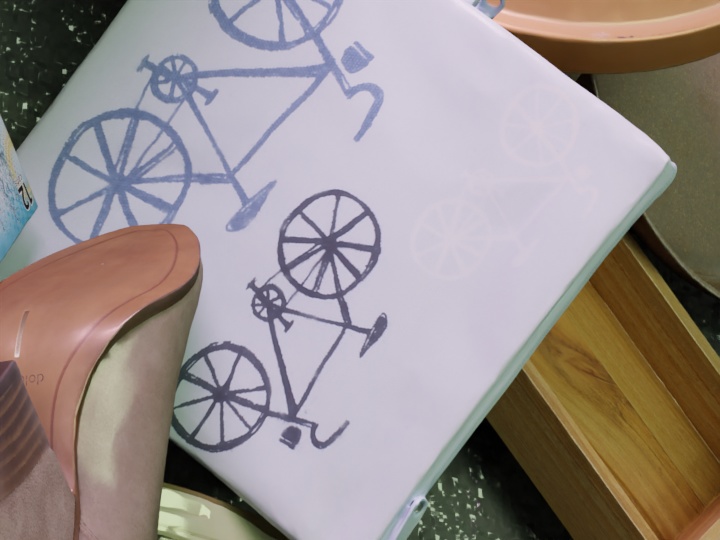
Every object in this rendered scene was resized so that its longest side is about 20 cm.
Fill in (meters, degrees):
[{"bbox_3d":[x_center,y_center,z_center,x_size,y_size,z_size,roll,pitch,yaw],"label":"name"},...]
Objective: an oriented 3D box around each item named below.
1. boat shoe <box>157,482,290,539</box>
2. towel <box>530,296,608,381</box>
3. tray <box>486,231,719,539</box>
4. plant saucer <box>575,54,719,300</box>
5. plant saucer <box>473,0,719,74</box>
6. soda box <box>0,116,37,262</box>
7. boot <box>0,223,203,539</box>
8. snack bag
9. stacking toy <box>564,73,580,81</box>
[{"bbox_3d":[-0.019,0.131,0.845,0.200,0.072,0.066,22,62,-21],"label":"boat shoe"},{"bbox_3d":[0.000,0.000,0.956,0.199,0.024,0.145,-14,76,-42],"label":"towel"},{"bbox_3d":[0.079,0.023,0.965,0.099,0.037,0.200,-35,90,-45],"label":"tray"},{"bbox_3d":[0.146,-0.078,1.043,0.200,0.032,0.201,18,64,-44],"label":"plant saucer"},{"bbox_3d":[0.073,-0.151,0.909,0.199,0.032,0.201,4,47,-4],"label":"plant saucer"},{"bbox_3d":[-0.157,-0.009,0.738,0.200,0.063,0.069,-73,145,-70],"label":"soda box"},{"bbox_3d":[-0.084,0.083,0.752,0.200,0.070,0.147,-46,127,-62],"label":"boot"},{"bbox_3d":[-0.017,-0.022,0.831,0.200,0.021,0.189,37,90,16],"label":"snack bag"},{"bbox_3d":[0.001,-0.137,0.959,0.200,0.086,0.085,40,44,22],"label":"stacking toy"}]
